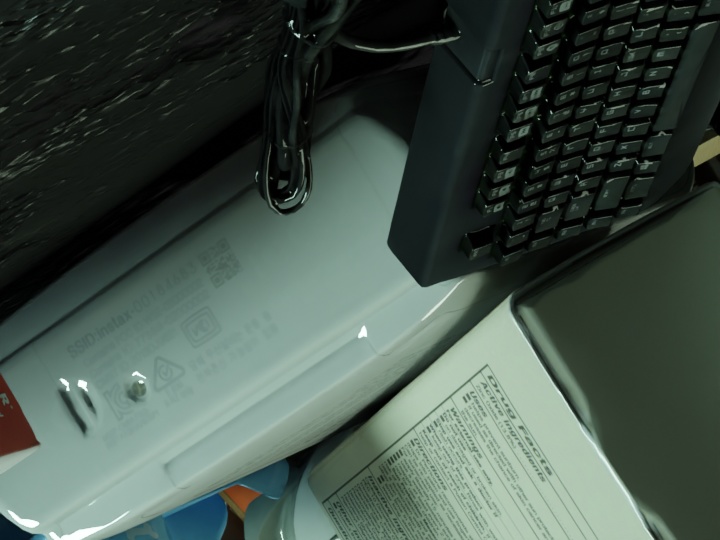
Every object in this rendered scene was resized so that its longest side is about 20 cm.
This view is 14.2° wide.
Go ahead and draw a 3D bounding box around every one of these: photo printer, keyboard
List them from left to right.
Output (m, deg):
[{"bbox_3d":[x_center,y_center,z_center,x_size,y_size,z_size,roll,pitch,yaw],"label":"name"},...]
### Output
[{"bbox_3d":[0.000,0.000,0.821,0.166,0.070,0.200,-34,173,28],"label":"photo printer"},{"bbox_3d":[0.032,-0.048,0.606,0.127,0.021,0.200,-14,154,-14],"label":"keyboard"}]

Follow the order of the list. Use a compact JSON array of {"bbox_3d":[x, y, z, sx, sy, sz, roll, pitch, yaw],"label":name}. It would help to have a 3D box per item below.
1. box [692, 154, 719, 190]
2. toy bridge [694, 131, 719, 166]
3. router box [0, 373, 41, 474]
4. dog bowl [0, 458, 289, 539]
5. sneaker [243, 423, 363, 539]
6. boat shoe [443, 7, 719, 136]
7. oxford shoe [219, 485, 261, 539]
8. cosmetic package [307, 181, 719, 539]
[{"bbox_3d":[0.193,-0.014,1.136,0.200,0.166,0.164,-27,171,-29],"label":"box"},{"bbox_3d":[0.092,-0.027,1.021,0.027,0.067,0.200,-28,158,-17],"label":"toy bridge"},{"bbox_3d":[-0.195,0.078,0.643,0.200,0.049,0.179,-32,173,17],"label":"router box"},{"bbox_3d":[-0.085,0.099,0.851,0.111,0.050,0.200,-41,-170,21],"label":"dog bowl"},{"bbox_3d":[0.044,0.039,0.976,0.088,0.074,0.200,-19,-152,39],"label":"sneaker"},{"bbox_3d":[0.095,-0.063,0.778,0.074,0.066,0.199,-33,173,27],"label":"boat shoe"},{"bbox_3d":[-0.047,0.092,1.011,0.072,0.200,0.071,-16,-139,13],"label":"oxford shoe"},{"bbox_3d":[0.062,0.061,0.799,0.071,0.105,0.200,-30,175,-22],"label":"cosmetic package"}]
